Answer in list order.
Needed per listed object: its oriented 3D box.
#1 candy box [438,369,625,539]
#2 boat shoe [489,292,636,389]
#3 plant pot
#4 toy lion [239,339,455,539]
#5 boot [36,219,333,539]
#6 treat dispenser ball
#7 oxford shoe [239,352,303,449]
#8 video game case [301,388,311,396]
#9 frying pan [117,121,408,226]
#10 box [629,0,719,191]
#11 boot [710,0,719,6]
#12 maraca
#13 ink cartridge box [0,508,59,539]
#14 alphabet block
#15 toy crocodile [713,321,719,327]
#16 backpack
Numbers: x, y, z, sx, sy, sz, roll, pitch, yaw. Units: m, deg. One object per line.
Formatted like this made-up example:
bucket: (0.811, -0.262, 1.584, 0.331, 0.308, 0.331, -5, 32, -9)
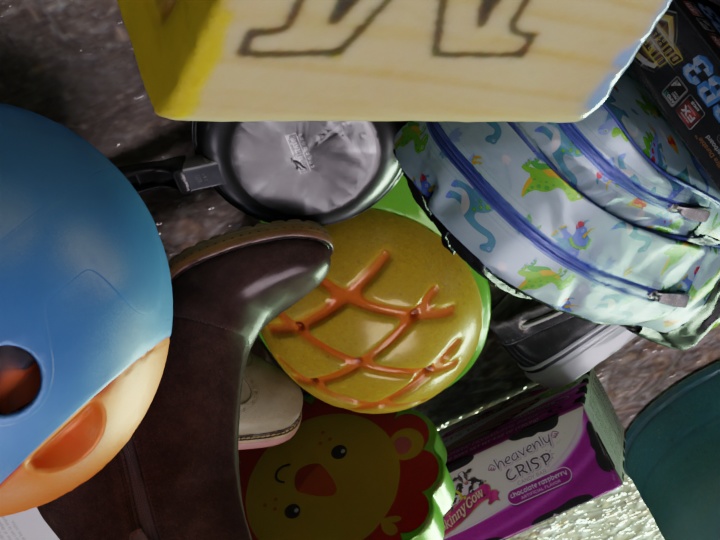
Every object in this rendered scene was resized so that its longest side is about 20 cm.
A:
candy box: (0.097, 0.123, 1.461, 0.136, 0.061, 0.200, -26, -179, 8)
boat shoe: (0.160, -0.010, 1.369, 0.200, 0.072, 0.071, -44, 117, 14)
plant pot: (0.312, 0.180, 1.643, 0.200, 0.188, 0.200, -14, 148, -9)
toy lion: (-0.053, 0.140, 1.331, 0.200, 0.192, 0.069, -45, 145, -15)
boot: (-0.078, 0.081, 1.169, 0.200, 0.166, 0.072, -29, 152, 8)
treat dispenser ball: (-0.190, 0.019, 1.085, 0.201, 0.201, 0.201, -15, 149, -9)
oxford shoe: (-0.109, 0.043, 1.265, 0.200, 0.071, 0.074, 20, 127, -28)
video game case: (-0.046, 0.148, 1.375, 0.143, 0.200, 0.017, -23, 132, 4)
frying pan: (-0.067, -0.069, 1.170, 0.190, 0.031, 0.115, 3, 123, -5)
box: (0.241, -0.060, 1.189, 0.198, 0.200, 0.050, 4, 135, -49)
boot: (0.204, -0.137, 1.136, 0.200, 0.132, 0.070, 8, 140, -38)
maraca: (0.000, 0.000, 1.265, 0.137, 0.107, 0.200, -8, 129, 9)
ink cartridge box: (-0.253, 0.134, 1.270, 0.173, 0.044, 0.200, -26, 108, 11)
alphabet block: (0.015, -0.185, 0.896, 0.200, 0.195, 0.196, -3, 143, -29)
toy crocodile: (0.237, -0.014, 1.429, 0.200, 0.062, 0.068, -23, 150, 13)
backpack: (0.105, -0.048, 1.171, 0.200, 0.163, 0.154, 0, 140, -44)
